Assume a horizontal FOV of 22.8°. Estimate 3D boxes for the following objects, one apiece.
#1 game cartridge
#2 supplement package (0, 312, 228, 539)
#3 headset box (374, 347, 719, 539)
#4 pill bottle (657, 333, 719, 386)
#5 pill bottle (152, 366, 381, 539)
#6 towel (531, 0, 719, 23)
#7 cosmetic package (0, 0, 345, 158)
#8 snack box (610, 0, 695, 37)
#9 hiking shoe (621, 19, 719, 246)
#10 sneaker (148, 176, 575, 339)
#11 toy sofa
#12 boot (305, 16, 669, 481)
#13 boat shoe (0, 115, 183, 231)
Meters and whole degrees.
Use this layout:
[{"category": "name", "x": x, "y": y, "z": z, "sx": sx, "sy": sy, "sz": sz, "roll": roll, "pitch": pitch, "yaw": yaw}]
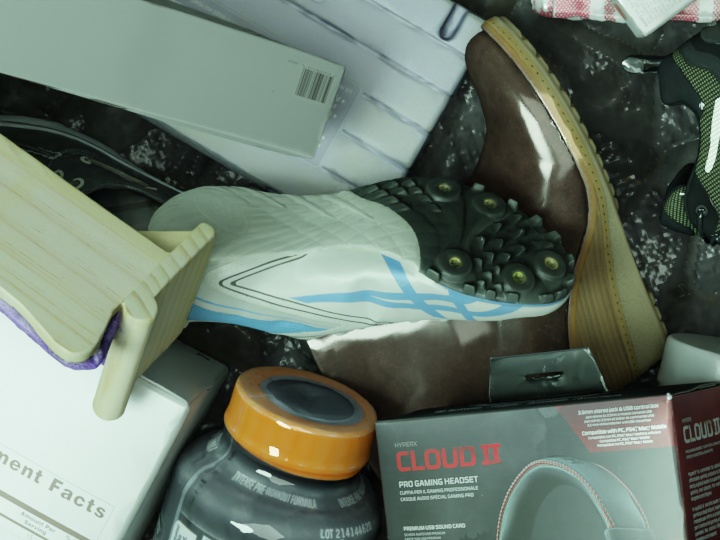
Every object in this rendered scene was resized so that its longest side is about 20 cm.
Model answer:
[{"category": "game cartridge", "x": -0.051, "y": -0.117, "z": 0.896, "sx": 0.199, "sy": 0.038, "sz": 0.130, "roll": 31, "pitch": 101, "yaw": 1}, {"category": "supplement package", "x": -0.168, "y": 0.114, "z": 0.882, "sx": 0.119, "sy": 0.121, "sz": 0.201, "roll": 29, "pitch": 96, "yaw": 2}, {"category": "headset box", "x": 0.093, "y": 0.136, "z": 0.801, "sx": 0.148, "sy": 0.075, "sz": 0.201, "roll": -7, "pitch": 87, "yaw": 31}, {"category": "pill bottle", "x": 0.168, "y": 0.137, "z": 0.865, "sx": 0.110, "sy": 0.111, "sz": 0.201, "roll": 11, "pitch": 97, "yaw": 3}, {"category": "pill bottle", "x": -0.052, "y": 0.149, "z": 0.870, "sx": 0.106, "sy": 0.106, "sz": 0.201, "roll": 19, "pitch": 107, "yaw": 2}, {"category": "towel", "x": 0.184, "y": -0.194, "z": 0.875, "sx": 0.199, "sy": 0.030, "sz": 0.147, "roll": 1, "pitch": 96, "yaw": 1}, {"category": "cosmetic package", "x": -0.110, "y": -0.100, "z": 0.788, "sx": 0.199, "sy": 0.082, "sz": 0.051, "roll": 13, "pitch": 102, "yaw": -41}, {"category": "snack box", "x": 0.104, "y": -0.212, "z": 0.848, "sx": 0.072, "sy": 0.024, "sz": 0.200, "roll": -36, "pitch": 94, "yaw": 4}, {"category": "hiking shoe", "x": 0.202, "y": -0.029, "z": 0.875, "sx": 0.100, "sy": 0.076, "sz": 0.201, "roll": -19, "pitch": 97, "yaw": 27}, {"category": "sneaker", "x": 0.000, "y": 0.000, "z": 0.835, "sx": 0.199, "sy": 0.072, "sz": 0.073, "roll": 3, "pitch": 139, "yaw": 5}, {"category": "toy sofa", "x": -0.171, "y": -0.020, "z": 0.781, "sx": 0.200, "sy": 0.098, "sz": 0.083, "roll": 35, "pitch": 140, "yaw": 7}, {"category": "boot", "x": 0.045, "y": -0.004, "z": 0.873, "sx": 0.166, "sy": 0.072, "sz": 0.201, "roll": -24, "pitch": 102, "yaw": 2}, {"category": "boat shoe", "x": -0.132, "y": -0.022, "z": 0.894, "sx": 0.199, "sy": 0.066, "sz": 0.070, "roll": 25, "pitch": 97, "yaw": 1}]
